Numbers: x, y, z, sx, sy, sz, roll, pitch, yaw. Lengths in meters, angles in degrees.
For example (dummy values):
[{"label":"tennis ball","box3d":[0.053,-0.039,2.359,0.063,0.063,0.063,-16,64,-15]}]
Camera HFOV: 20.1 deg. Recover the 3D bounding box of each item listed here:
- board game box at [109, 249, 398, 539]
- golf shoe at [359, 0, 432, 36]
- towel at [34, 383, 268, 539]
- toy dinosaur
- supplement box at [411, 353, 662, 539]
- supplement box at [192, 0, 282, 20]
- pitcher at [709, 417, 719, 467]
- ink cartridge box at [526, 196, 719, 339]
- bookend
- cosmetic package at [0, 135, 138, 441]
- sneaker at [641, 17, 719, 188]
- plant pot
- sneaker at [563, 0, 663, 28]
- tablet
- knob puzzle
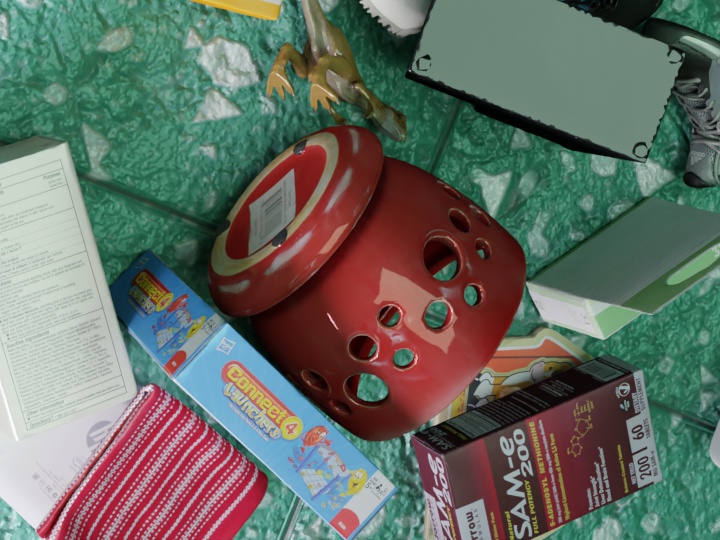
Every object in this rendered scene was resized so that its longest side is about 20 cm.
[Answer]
[{"label":"board game box","box3d":[-0.086,0.091,1.526,0.056,0.196,0.200,-46,118,-4]},{"label":"golf shoe","box3d":[0.030,-0.275,1.556,0.078,0.097,0.201,-46,124,-44]},{"label":"towel","box3d":[-0.154,0.182,1.567,0.145,0.022,0.200,-53,145,-8]},{"label":"toy dinosaur","box3d":[-0.030,-0.177,1.589,0.106,0.060,0.201,-53,126,-45]},{"label":"supplement box","box3d":[0.150,0.158,1.707,0.199,0.061,0.109,-21,111,-20]},{"label":"supplement box","box3d":[-0.106,-0.298,1.503,0.125,0.073,0.201,11,96,-28]},{"label":"pitcher","box3d":[0.425,0.106,1.850,0.199,0.121,0.173,7,83,-17]},{"label":"ink cartridge box","box3d":[0.246,0.002,1.677,0.145,0.200,0.048,-33,112,-17]},{"label":"bookend","box3d":[0.124,-0.165,1.603,0.198,0.200,0.093,20,92,-11]},{"label":"cosmetic package","box3d":[-0.244,0.012,1.492,0.103,0.073,0.201,-19,105,-22]},{"label":"sneaker","box3d":[0.297,-0.131,1.741,0.199,0.075,0.116,25,93,-37]},{"label":"plant pot","box3d":[0.000,0.000,1.554,0.182,0.200,0.201,42,81,-24]},{"label":"sneaker","box3d":[0.173,-0.228,1.657,0.199,0.082,0.074,0,98,-29]},{"label":"tablet","box3d":[-0.216,0.144,1.578,0.130,0.014,0.200,-47,118,-11]},{"label":"knob puzzle","box3d":[0.155,0.148,1.759,0.219,0.030,0.221,-6,103,-26]}]
